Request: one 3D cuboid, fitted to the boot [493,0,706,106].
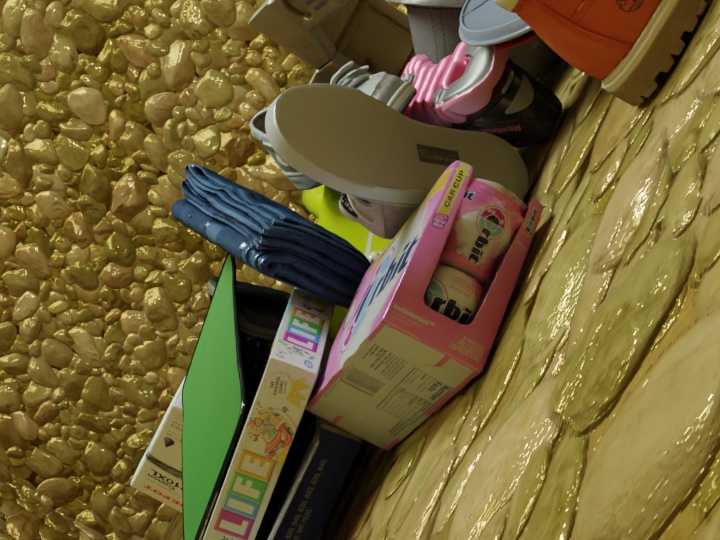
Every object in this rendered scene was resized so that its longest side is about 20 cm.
[{"bbox_3d":[0.149,-0.199,0.707,0.201,0.107,0.075,-60,3,1],"label":"boot"}]

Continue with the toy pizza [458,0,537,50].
[{"bbox_3d":[0.149,-0.202,0.876,0.200,0.032,0.200,-35,20,14],"label":"toy pizza"}]

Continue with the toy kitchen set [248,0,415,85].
[{"bbox_3d":[0.004,-0.172,1.174,0.164,0.199,0.180,-62,14,-12],"label":"toy kitchen set"}]

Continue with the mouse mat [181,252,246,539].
[{"bbox_3d":[-0.114,0.100,1.040,0.201,0.007,0.162,-99,26,-52],"label":"mouse mat"}]

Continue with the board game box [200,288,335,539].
[{"bbox_3d":[-0.072,0.127,0.969,0.135,0.034,0.201,-79,10,-71],"label":"board game box"}]

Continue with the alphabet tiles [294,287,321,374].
[{"bbox_3d":[-0.044,0.095,1.173,0.195,0.015,0.202,-19,60,61],"label":"alphabet tiles"}]

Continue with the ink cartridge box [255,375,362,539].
[{"bbox_3d":[-0.054,0.193,1.001,0.200,0.047,0.199,-110,44,-80],"label":"ink cartridge box"}]

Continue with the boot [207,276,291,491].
[{"bbox_3d":[-0.102,0.090,1.142,0.204,0.073,0.155,-148,69,-77],"label":"boot"}]

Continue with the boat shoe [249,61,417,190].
[{"bbox_3d":[-0.024,-0.108,1.003,0.075,0.065,0.202,-57,17,-15],"label":"boat shoe"}]

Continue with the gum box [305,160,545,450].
[{"bbox_3d":[0.037,0.026,0.852,0.114,0.066,0.200,-66,6,-25],"label":"gum box"}]

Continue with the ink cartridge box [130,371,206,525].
[{"bbox_3d":[-0.136,0.181,1.391,0.085,0.144,0.200,-65,5,-37],"label":"ink cartridge box"}]

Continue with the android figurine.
[{"bbox_3d":[0.000,0.000,1.066,0.200,0.041,0.183,41,124,57],"label":"android figurine"}]

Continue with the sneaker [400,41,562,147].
[{"bbox_3d":[0.079,-0.112,0.998,0.079,0.095,0.200,-67,19,-7],"label":"sneaker"}]

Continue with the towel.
[{"bbox_3d":[-0.066,-0.026,1.036,0.200,0.111,0.049,28,93,60],"label":"towel"}]

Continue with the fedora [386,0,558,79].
[{"bbox_3d":[0.109,-0.201,1.087,0.200,0.176,0.091,-32,-57,-51],"label":"fedora"}]

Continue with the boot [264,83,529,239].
[{"bbox_3d":[0.008,-0.057,0.894,0.095,0.199,0.074,-35,51,47],"label":"boot"}]
